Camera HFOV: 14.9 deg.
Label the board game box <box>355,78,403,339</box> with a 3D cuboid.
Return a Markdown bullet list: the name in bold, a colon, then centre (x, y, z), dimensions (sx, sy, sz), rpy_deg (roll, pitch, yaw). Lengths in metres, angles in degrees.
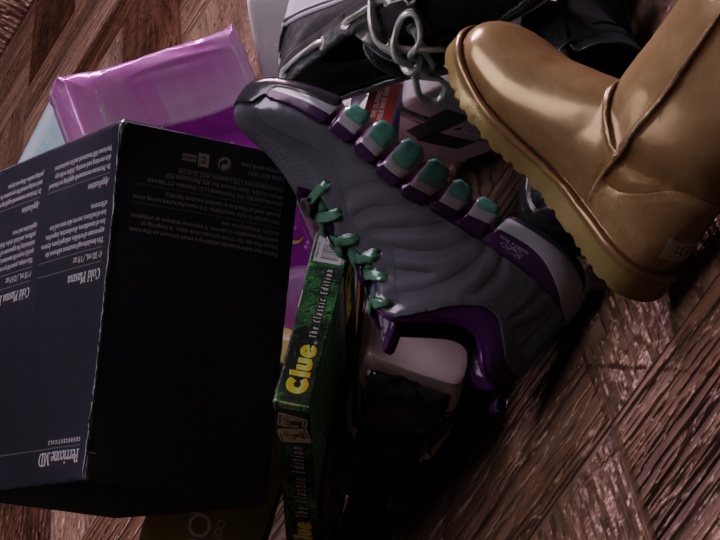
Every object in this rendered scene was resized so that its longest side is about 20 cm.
- **board game box**: centre (0.000, 0.000, 1.531), dimensions (0.200, 0.019, 0.103), rpy_deg (94, -173, -49)

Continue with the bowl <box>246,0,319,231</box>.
- **bowl**: centre (-0.021, -0.132, 1.749), dimensions (0.200, 0.074, 0.200), rpy_deg (-96, -7, -64)

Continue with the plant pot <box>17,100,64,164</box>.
- **plant pot**: centre (-0.153, -0.002, 1.768), dimensions (0.196, 0.196, 0.200), rpy_deg (-62, 3, -2)

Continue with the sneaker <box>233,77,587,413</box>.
- **sneaker**: centre (0.010, -0.015, 1.352), dimensions (0.088, 0.200, 0.074), rpy_deg (-56, -7, -16)

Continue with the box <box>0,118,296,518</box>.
- **box**: centre (-0.126, 0.033, 1.450), dimensions (0.200, 0.104, 0.182), rpy_deg (-12, 69, 62)

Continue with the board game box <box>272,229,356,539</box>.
- **board game box**: centre (-0.021, 0.077, 1.444), dimensions (0.200, 0.023, 0.105), rpy_deg (88, -165, -56)

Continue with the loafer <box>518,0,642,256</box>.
- **loafer**: centre (0.122, -0.095, 1.403), dimensions (0.070, 0.068, 0.201), rpy_deg (-38, 33, 37)

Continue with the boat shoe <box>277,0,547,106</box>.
- **boat shoe**: centre (0.027, -0.127, 1.430), dimensions (0.199, 0.074, 0.068), rpy_deg (-11, 55, 42)

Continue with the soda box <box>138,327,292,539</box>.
- **soda box**: centre (-0.080, 0.128, 1.539), dimensions (0.064, 0.068, 0.200), rpy_deg (-67, -5, -74)

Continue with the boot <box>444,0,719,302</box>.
- **boot**: centre (0.145, -0.110, 1.251), dimensions (0.066, 0.175, 0.200), rpy_deg (-10, -36, -49)

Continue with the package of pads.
- **package of pads**: centre (-0.096, -0.037, 1.634), dimensions (0.076, 0.120, 0.200), rpy_deg (115, 135, -72)

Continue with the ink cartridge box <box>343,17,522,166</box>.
- **ink cartridge box**: centre (0.055, -0.146, 1.568), dimensions (0.200, 0.083, 0.147), rpy_deg (-18, 62, 60)

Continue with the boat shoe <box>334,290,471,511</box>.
- **boat shoe**: centre (0.026, 0.041, 1.463), dimensions (0.200, 0.075, 0.093), rpy_deg (-67, -3, -57)
